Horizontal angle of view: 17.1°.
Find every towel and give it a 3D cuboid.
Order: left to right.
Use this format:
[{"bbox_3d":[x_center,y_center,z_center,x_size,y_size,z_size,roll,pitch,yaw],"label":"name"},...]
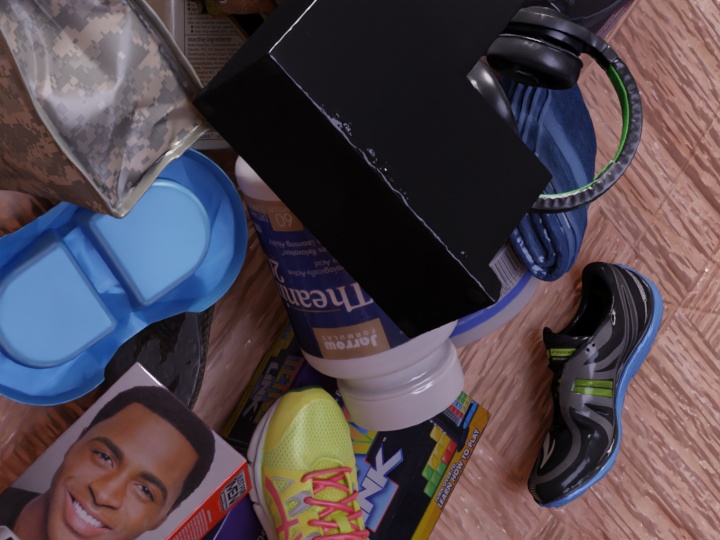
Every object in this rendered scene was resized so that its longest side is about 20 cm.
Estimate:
[{"bbox_3d":[0.131,-0.080,1.698,0.112,0.048,0.200,62,21,-21],"label":"towel"}]

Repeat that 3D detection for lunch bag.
[{"bbox_3d":[-0.202,-0.144,1.436,0.118,0.164,0.200,-46,120,-20],"label":"lunch bag"}]

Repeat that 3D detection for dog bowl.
[{"bbox_3d":[-0.166,0.001,1.515,0.200,0.050,0.112,-36,103,-12],"label":"dog bowl"}]

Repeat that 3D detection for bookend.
[{"bbox_3d":[0.038,-0.104,1.451,0.199,0.092,0.200,47,55,-13],"label":"bookend"}]

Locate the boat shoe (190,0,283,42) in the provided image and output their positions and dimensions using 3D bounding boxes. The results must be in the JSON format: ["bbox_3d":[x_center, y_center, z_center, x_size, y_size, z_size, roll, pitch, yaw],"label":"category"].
[{"bbox_3d":[-0.073,-0.185,1.499,0.200,0.072,0.068,44,77,-24],"label":"boat shoe"}]

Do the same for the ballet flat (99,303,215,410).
[{"bbox_3d":[-0.124,0.030,1.583,0.046,0.067,0.200,38,63,-77],"label":"ballet flat"}]

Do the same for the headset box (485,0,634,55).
[{"bbox_3d":[0.142,-0.229,1.684,0.200,0.149,0.077,-9,57,-46],"label":"headset box"}]

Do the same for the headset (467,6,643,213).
[{"bbox_3d":[0.093,-0.125,1.581,0.200,0.094,0.124,45,83,1],"label":"headset"}]

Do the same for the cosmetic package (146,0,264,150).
[{"bbox_3d":[-0.101,-0.179,1.568,0.103,0.073,0.201,-3,95,-37],"label":"cosmetic package"}]

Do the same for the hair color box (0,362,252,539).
[{"bbox_3d":[-0.172,0.164,1.488,0.200,0.101,0.061,-45,163,-17],"label":"hair color box"}]

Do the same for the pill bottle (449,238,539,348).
[{"bbox_3d":[0.033,-0.052,1.656,0.114,0.114,0.200,-44,118,-26],"label":"pill bottle"}]

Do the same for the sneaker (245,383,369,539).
[{"bbox_3d":[-0.020,0.174,1.579,0.078,0.090,0.201,-7,96,-34],"label":"sneaker"}]

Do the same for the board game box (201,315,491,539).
[{"bbox_3d":[-0.018,0.141,1.669,0.165,0.057,0.200,39,71,-34],"label":"board game box"}]

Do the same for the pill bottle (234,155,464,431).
[{"bbox_3d":[0.000,0.000,1.558,0.111,0.111,0.200,-36,120,-30],"label":"pill bottle"}]

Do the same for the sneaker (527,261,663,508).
[{"bbox_3d":[0.162,0.084,1.799,0.083,0.071,0.200,31,70,-30],"label":"sneaker"}]
